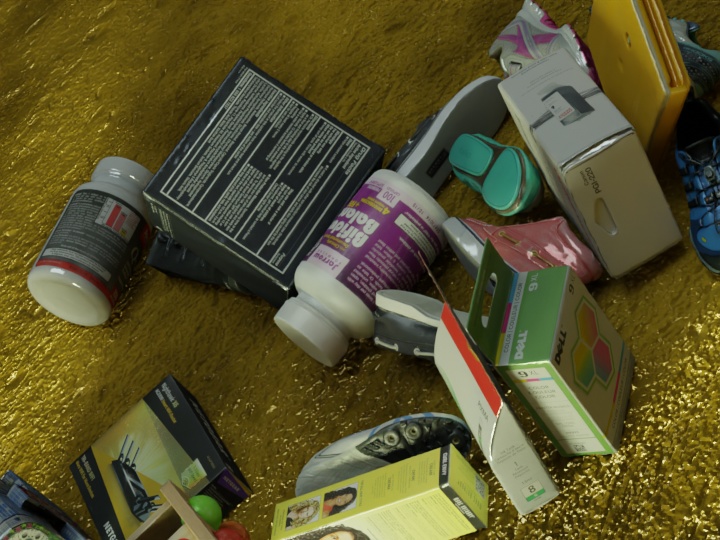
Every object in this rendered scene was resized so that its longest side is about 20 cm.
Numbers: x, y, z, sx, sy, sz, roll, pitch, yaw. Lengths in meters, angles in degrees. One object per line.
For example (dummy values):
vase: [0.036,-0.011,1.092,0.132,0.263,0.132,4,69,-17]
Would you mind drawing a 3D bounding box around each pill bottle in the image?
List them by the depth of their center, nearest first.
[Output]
pill bottle: [0.000,0.000,1.728,0.201,0.112,0.112,-51,37,-13]
pill bottle: [-0.335,-0.040,2.078,0.115,0.116,0.201,-5,50,39]

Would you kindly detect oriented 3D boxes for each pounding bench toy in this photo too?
pounding bench toy: [-0.187,0.287,1.579,0.156,0.124,0.200,-45,44,-4]

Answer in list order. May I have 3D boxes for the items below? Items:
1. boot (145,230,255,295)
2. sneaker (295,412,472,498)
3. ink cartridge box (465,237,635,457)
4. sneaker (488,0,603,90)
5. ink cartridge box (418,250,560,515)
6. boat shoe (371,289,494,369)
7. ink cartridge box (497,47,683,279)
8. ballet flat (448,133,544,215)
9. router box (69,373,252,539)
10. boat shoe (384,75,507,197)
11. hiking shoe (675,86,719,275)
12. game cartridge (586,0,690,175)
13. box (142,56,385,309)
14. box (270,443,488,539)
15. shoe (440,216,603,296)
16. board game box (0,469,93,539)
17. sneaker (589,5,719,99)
boot: [-0.159,-0.053,1.980,0.199,0.066,0.165,10,58,53]
sneaker: [0.023,0.177,1.558,0.199,0.072,0.073,-25,12,30]
ink cartridge box: [0.170,0.066,1.425,0.059,0.200,0.105,-9,47,33]
sneaker: [0.208,-0.226,1.802,0.088,0.081,0.200,-44,29,4]
ink cartridge box: [0.098,0.102,1.457,0.050,0.201,0.161,-32,36,4]
boat shoe: [0.092,0.073,1.611,0.199,0.074,0.061,18,107,33]
ink cartridge box: [0.222,-0.108,1.585,0.084,0.146,0.201,-28,32,5]
ballet flat: [0.157,-0.097,1.708,0.068,0.070,0.200,-61,23,9]
router box: [-0.220,0.225,1.754,0.157,0.052,0.200,-42,36,0]
boat shoe: [0.087,-0.144,1.839,0.201,0.070,0.066,-53,37,-1]
hiking shoe: [0.327,-0.079,1.524,0.074,0.087,0.201,-26,39,20]
game cartridge: [0.269,-0.205,1.587,0.032,0.200,0.178,-14,70,-3]
box: [-0.107,-0.092,1.831,0.197,0.123,0.201,33,75,8]
box: [0.017,0.229,1.514,0.199,0.075,0.050,-24,38,26]
shoe: [0.162,-0.018,1.638,0.091,0.072,0.200,-36,34,-7]
board game box: [-0.337,0.283,1.722,0.199,0.200,0.062,31,76,38]
sneaker: [0.315,-0.234,1.722,0.086,0.078,0.200,-30,42,-5]
